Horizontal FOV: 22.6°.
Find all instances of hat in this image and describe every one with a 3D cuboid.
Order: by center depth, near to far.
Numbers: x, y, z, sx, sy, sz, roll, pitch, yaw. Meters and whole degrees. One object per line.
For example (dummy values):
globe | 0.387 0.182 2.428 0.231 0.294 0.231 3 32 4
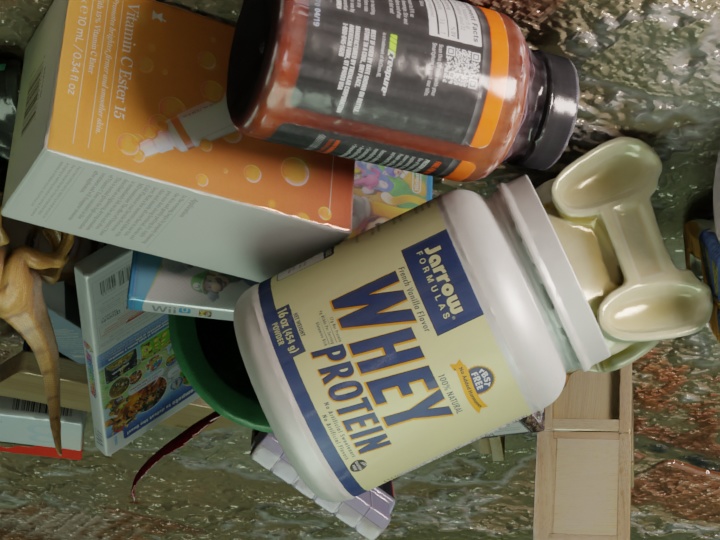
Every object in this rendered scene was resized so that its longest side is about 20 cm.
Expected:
hat | -0.083 0.058 1.357 0.198 0.167 0.176 -11 168 -18

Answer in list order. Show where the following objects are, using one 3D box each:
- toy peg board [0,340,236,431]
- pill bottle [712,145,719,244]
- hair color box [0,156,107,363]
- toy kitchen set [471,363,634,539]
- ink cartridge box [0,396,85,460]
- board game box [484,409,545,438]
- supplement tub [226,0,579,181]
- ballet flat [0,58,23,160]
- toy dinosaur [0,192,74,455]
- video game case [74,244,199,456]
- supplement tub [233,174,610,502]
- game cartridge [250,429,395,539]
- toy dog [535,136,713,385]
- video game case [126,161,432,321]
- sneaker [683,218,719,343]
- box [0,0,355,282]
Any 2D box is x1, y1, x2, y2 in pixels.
toy peg board | -0.194 0.065 1.508 0.198 0.099 0.199 13 168 -17
pill bottle | 0.335 -0.052 1.152 0.198 0.112 0.111 6 154 -5
hair color box | -0.231 -0.014 1.309 0.060 0.100 0.200 -2 155 33
toy kitchen set | 0.158 0.190 1.585 0.162 0.182 0.200 0 150 10
ink cartridge box | -0.346 0.155 1.733 0.159 0.048 0.200 7 152 -7
board game box | 0.039 0.058 1.429 0.158 0.098 0.200 -9 151 25
supplement tub | 0.027 -0.112 1.072 0.198 0.108 0.107 12 153 -19
ballet flat | -0.191 -0.079 1.221 0.068 0.068 0.200 -24 144 24
toy dinosaur | -0.231 0.012 1.218 0.060 0.106 0.201 6 133 52
video game case | -0.142 0.035 1.332 0.018 0.143 0.201 39 146 30
supplement tub | 0.038 0.039 1.103 0.199 0.146 0.145 -26 149 5
game cartridge | -0.031 0.144 1.507 0.129 0.039 0.200 32 -168 -10
toy dog | 0.141 0.024 1.280 0.193 0.140 0.200 -27 169 -10
video game case | -0.051 -0.027 1.216 0.198 0.144 0.018 6 147 -5
sneaker | 0.276 -0.002 1.238 0.087 0.076 0.200 -5 -164 4
box | -0.110 -0.082 1.132 0.199 0.125 0.097 15 151 -23
